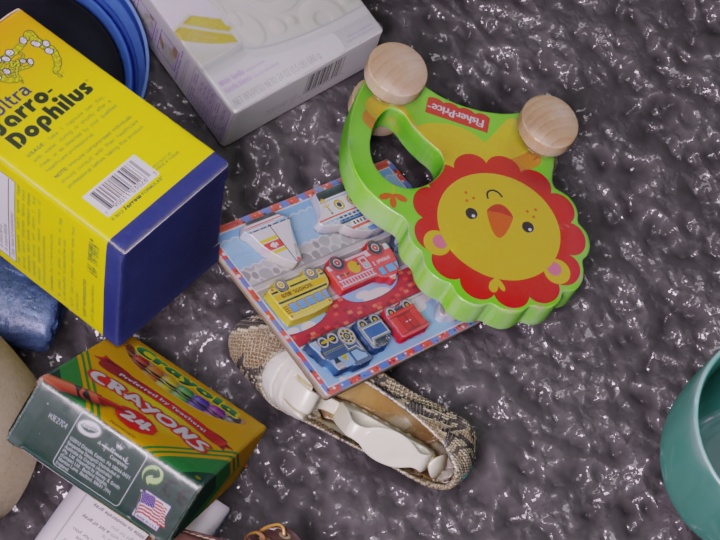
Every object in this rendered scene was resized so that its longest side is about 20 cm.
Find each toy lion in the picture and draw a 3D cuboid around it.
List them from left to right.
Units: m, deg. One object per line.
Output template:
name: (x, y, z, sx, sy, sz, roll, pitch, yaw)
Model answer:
toy lion: (0.077, -0.054, 1.623, 0.199, 0.069, 0.193, 19, 57, -8)

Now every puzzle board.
puzzle board: (0.000, 0.000, 1.584, 0.199, 0.017, 0.151, -23, 69, -43)

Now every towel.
towel: (-0.300, -0.010, 1.532, 0.199, 0.049, 0.112, 16, 42, -6)

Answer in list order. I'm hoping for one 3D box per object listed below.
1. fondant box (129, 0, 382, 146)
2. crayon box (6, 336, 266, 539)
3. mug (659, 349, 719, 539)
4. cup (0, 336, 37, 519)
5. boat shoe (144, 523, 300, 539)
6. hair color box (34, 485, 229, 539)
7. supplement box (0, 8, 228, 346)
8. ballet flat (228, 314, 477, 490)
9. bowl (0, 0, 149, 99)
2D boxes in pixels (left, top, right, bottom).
fondant box: (-0.100, -0.215, 1.678, 0.144, 0.058, 0.200, -31, 75, -23)
crayon box: (-0.141, 0.104, 1.457, 0.127, 0.200, 0.051, 33, 104, 5)
mug: (0.299, 0.147, 1.571, 0.151, 0.115, 0.186, -14, 71, -18)
cup: (-0.294, 0.100, 1.441, 0.143, 0.200, 0.202, 20, 61, -31)
boat shoe: (-0.067, 0.207, 1.464, 0.199, 0.072, 0.072, 28, 48, -30)
hair color box: (-0.183, 0.220, 1.465, 0.099, 0.061, 0.200, 33, 63, 3)
supplement box: (-0.201, -0.065, 1.494, 0.200, 0.109, 0.109, 36, 56, 17)
ballet flat: (-0.008, 0.096, 1.546, 0.199, 0.068, 0.075, 29, 22, 0)
bowl: (-0.258, -0.150, 1.625, 0.199, 0.039, 0.202, 5, 65, -10)
